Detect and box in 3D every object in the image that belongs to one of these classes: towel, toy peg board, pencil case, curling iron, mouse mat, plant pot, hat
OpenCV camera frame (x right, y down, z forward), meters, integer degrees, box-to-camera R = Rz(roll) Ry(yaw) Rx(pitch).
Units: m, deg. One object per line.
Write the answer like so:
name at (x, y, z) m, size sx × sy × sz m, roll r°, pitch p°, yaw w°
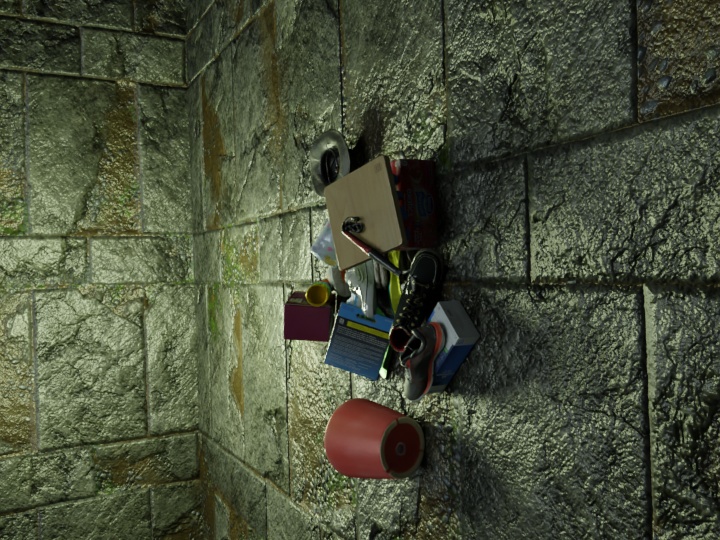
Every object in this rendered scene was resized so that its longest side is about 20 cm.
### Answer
towel at (0.046, -0.054, 1.668) m, size 0.133 × 0.034 × 0.200 m, roll -50°, pitch -46°, yaw -86°
toy peg board at (0.034, -0.122, 1.513) m, size 0.199 × 0.098 × 0.200 m, roll -23°, pitch 74°, yaw 43°
pencil case at (-0.049, -0.105, 1.783) m, size 0.091 × 0.083 × 0.200 m, roll 34°, pitch 94°, yaw 32°
curling iron at (0.021, -0.050, 1.436) m, size 0.200 × 0.026 × 0.050 m, roll 48°, pitch 124°, yaw 34°
mouse mat at (0.038, 0.169, 1.795) m, size 0.200 × 0.008 × 0.161 m, roll 47°, pitch 132°, yaw 50°
plant pot at (0.043, 0.411, 1.624) m, size 0.177 × 0.200 × 0.201 m, roll -4°, pitch 88°, yaw 52°
hat at (-0.061, -0.294, 1.879) m, size 0.201 × 0.081 × 0.201 m, roll 11°, pitch 103°, yaw 53°

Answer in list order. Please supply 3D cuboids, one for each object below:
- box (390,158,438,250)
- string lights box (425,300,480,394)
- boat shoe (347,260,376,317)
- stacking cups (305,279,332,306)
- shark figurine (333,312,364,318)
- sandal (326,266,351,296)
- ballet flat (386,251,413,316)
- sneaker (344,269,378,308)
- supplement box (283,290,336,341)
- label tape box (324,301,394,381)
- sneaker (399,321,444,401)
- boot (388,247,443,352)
box at (0.108, -0.147, 1.549) m, size 0.100 × 0.095 × 0.200 m, roll -6°, pitch 86°, yaw 61°
string lights box at (0.174, 0.170, 1.483) m, size 0.103 × 0.059 × 0.200 m, roll 64°, pitch 144°, yaw 37°
boat shoe at (0.002, 0.030, 1.639) m, size 0.072 × 0.066 × 0.200 m, roll 79°, pitch -174°, yaw -54°
stacking cups at (-0.101, 0.053, 1.875) m, size 0.200 × 0.060 × 0.061 m, roll -43°, pitch -45°, yaw -80°
shark figurine at (-0.012, 0.158, 1.832) m, size 0.215 × 0.128 × 0.090 m, roll 101°, pitch 180°, yaw -59°
sandal at (-0.057, 0.005, 1.901) m, size 0.059 × 0.079 × 0.207 m, roll 114°, pitch 151°, yaw -42°
ballet flat at (0.101, 0.014, 1.616) m, size 0.067 × 0.067 × 0.200 m, roll -10°, pitch 81°, yaw 33°
sneaker at (0.000, 0.000, 1.747) m, size 0.077 × 0.081 × 0.200 m, roll 62°, pitch -156°, yaw -70°
supplement box at (-0.139, 0.126, 1.917) m, size 0.200 × 0.131 × 0.103 m, roll -71°, pitch -15°, yaw -81°
label tape box at (0.003, 0.164, 1.701) m, size 0.063 × 0.144 × 0.200 m, roll -66°, pitch -6°, yaw -59°
sneaker at (0.112, 0.194, 1.450) m, size 0.077 × 0.082 × 0.200 m, roll 48°, pitch 133°, yaw 50°
boot at (0.121, 0.067, 1.485) m, size 0.154 × 0.073 × 0.204 m, roll -64°, pitch -9°, yaw -50°
